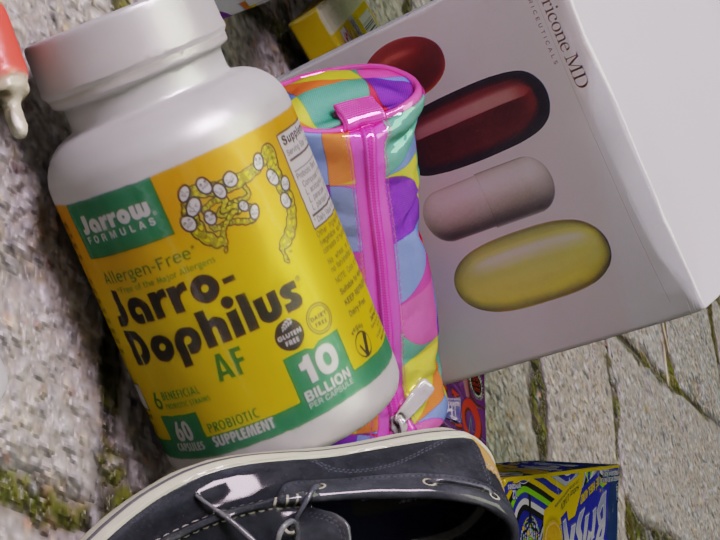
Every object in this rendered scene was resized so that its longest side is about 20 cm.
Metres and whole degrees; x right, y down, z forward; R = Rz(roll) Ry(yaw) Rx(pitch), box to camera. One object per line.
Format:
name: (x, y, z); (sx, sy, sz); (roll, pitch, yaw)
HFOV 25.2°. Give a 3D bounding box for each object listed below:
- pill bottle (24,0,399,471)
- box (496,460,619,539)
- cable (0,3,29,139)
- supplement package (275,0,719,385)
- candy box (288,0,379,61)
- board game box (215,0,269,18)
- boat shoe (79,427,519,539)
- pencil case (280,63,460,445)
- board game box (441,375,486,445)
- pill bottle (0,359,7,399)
pill bottle: (-0.068, -0.019, 0.704); (0.201, 0.112, 0.113); (68, 26, -12)
box: (0.094, 0.150, 0.970); (0.200, 0.070, 0.065); (7, 83, -62)
cable: (-0.166, -0.145, 0.650); (0.097, 0.050, 0.201); (24, 55, -62)
supplement package: (0.094, -0.063, 0.863); (0.147, 0.200, 0.192); (-31, 98, -49)
candy box: (0.025, -0.079, 0.991); (0.200, 0.026, 0.102); (60, 22, -12)
board game box: (-0.060, -0.244, 0.864); (0.105, 0.103, 0.201); (52, 33, -38)
boat shoe: (-0.026, 0.114, 0.650); (0.062, 0.199, 0.075); (-134, -142, -54)
pencil case: (0.000, 0.000, 0.798); (0.088, 0.088, 0.201); (-59, 145, -57)
board game box: (0.020, 0.024, 0.958); (0.200, 0.032, 0.120); (43, 43, -47)
pill bottle: (-0.187, -0.031, 0.471); (0.200, 0.110, 0.111); (63, 27, -20)
